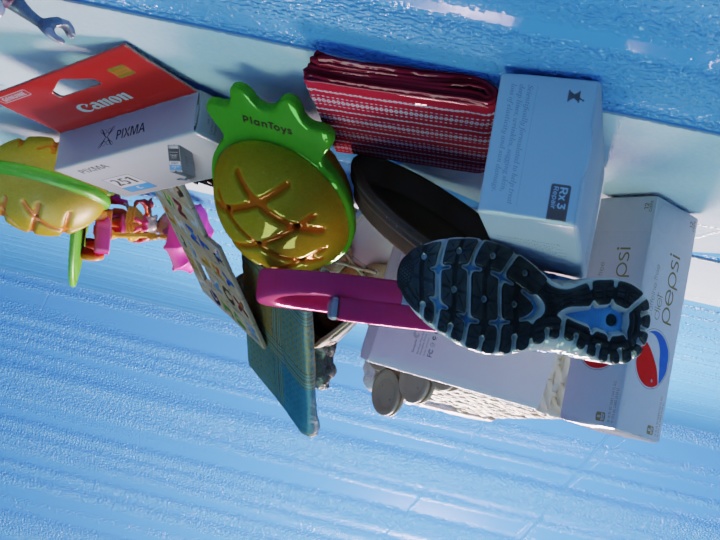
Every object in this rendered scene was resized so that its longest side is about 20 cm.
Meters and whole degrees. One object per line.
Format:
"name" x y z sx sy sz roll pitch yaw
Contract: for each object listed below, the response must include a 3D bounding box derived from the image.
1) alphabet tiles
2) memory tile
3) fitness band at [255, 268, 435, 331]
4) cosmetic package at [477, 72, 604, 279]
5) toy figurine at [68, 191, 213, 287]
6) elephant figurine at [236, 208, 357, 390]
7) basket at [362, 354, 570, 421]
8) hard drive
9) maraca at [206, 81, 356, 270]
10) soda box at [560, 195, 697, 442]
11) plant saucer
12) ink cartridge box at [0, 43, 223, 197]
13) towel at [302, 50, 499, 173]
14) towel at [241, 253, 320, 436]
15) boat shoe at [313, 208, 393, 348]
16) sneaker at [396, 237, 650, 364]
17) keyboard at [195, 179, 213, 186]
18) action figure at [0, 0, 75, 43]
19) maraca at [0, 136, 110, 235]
"alphabet tiles" -0.172 -0.026 1.104 0.167 0.007 0.202 35 152 52
"memory tile" 0.054 0.046 1.115 0.017 0.204 0.153 11 151 -35
"fitness band" 0.010 0.027 0.866 0.196 0.038 0.143 8 177 -16
"cosmetic package" 0.138 -0.060 0.763 0.073 0.104 0.200 9 169 17
"toy figurine" -0.289 -0.053 1.387 0.180 0.153 0.200 5 -166 -12
"elephant figurine" -0.078 0.016 1.171 0.140 0.202 0.156 3 -139 -38
"basket" 0.134 0.063 1.185 0.196 0.204 0.160 18 168 -30
"hard drive" 0.108 0.048 1.008 0.197 0.134 0.026 17 -178 -24
"maraca" -0.068 -0.075 0.873 0.135 0.108 0.202 13 143 15
"soda box" 0.235 0.041 0.904 0.067 0.204 0.063 20 168 -38
"plant saucer" 0.070 -0.034 0.908 0.198 0.030 0.201 31 -163 -11
"ink cartridge box" -0.212 -0.126 0.935 0.197 0.046 0.175 -8 161 37
"towel" 0.036 -0.118 0.808 0.142 0.023 0.200 10 172 7
"towel" -0.083 0.059 1.073 0.021 0.203 0.147 -19 -139 -25
"boat shoe" 0.000 0.000 1.039 0.074 0.202 0.068 31 -151 6
"sneaker" 0.115 0.030 0.783 0.197 0.080 0.090 16 174 -16
"keyboard" -0.198 -0.115 1.098 0.102 0.040 0.200 13 171 8
"action figure" -0.306 -0.190 0.737 0.199 0.134 0.150 -20 105 51
"maraca" -0.381 -0.100 1.182 0.196 0.109 0.137 11 168 13
